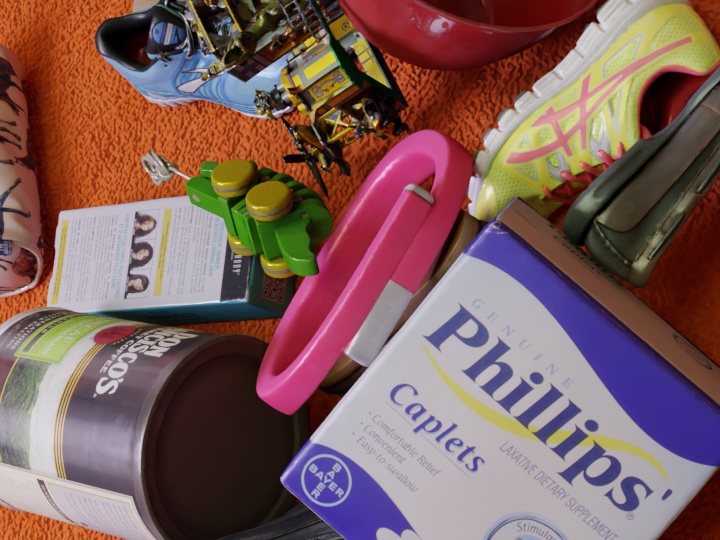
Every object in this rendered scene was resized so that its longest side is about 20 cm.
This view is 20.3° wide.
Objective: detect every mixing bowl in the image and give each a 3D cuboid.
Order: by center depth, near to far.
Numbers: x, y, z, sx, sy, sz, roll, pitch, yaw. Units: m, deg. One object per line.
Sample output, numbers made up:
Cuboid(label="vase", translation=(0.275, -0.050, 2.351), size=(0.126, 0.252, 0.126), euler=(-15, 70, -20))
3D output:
Cuboid(label="mixing bowl", translation=(0.053, -0.202, 1.278), size=(0.109, 0.199, 0.201), euler=(123, 138, -52))

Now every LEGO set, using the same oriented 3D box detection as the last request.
Cuboid(label="LEGO set", translation=(-0.065, -0.146, 1.309), size=(0.116, 0.154, 0.201), euler=(-32, 78, 16))

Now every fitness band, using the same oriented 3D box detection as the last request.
Cuboid(label="fitness band", translation=(0.000, 0.000, 1.246), size=(0.201, 0.037, 0.144), euler=(-58, 14, -6))

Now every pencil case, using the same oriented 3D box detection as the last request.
Cuboid(label="pencil case", translation=(-0.296, -0.083, 1.564), size=(0.078, 0.089, 0.201), euler=(-27, 60, 30))

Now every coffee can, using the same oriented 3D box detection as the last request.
Cuboid(label="coffee can", translation=(-0.154, 0.106, 1.345), size=(0.199, 0.146, 0.147), euler=(6, 80, 44))

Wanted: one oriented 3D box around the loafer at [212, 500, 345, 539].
Cuboid(label="loafer", translation=(-0.055, 0.195, 1.241), size=(0.200, 0.068, 0.070), euler=(-25, 43, -17))

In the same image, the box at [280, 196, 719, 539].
Cuboid(label="box", translation=(0.090, 0.094, 1.142), size=(0.184, 0.105, 0.200), euler=(40, 104, 5))

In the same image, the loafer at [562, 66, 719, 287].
Cuboid(label="loafer", translation=(0.206, -0.068, 1.156), size=(0.200, 0.072, 0.063), euler=(-41, 73, -9))

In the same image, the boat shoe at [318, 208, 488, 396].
Cuboid(label="boat shoe", translation=(0.036, 0.034, 1.271), size=(0.200, 0.070, 0.071), euler=(-36, 33, 48))

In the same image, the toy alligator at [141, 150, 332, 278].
Cuboid(label="toy alligator", translation=(-0.074, -0.050, 1.341), size=(0.054, 0.060, 0.200), euler=(-31, 39, -23))

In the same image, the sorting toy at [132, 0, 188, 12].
Cuboid(label="sorting toy", translation=(-0.091, -0.300, 1.467), size=(0.199, 0.069, 0.200), euler=(-8, 66, 36))

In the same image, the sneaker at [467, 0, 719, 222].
Cuboid(label="sneaker", translation=(0.144, -0.080, 1.222), size=(0.200, 0.078, 0.090), euler=(-52, 60, 18))

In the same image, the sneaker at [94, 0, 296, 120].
Cuboid(label="sneaker", translation=(-0.110, -0.155, 1.436), size=(0.199, 0.090, 0.079), euler=(-1, 76, 37))

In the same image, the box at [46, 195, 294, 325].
Cuboid(label="box", translation=(-0.136, -0.006, 1.437), size=(0.199, 0.049, 0.083), euler=(-4, 74, 38))
